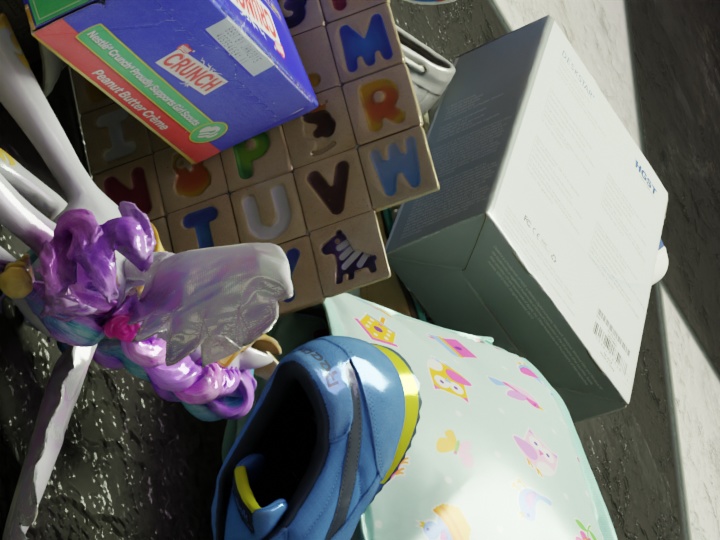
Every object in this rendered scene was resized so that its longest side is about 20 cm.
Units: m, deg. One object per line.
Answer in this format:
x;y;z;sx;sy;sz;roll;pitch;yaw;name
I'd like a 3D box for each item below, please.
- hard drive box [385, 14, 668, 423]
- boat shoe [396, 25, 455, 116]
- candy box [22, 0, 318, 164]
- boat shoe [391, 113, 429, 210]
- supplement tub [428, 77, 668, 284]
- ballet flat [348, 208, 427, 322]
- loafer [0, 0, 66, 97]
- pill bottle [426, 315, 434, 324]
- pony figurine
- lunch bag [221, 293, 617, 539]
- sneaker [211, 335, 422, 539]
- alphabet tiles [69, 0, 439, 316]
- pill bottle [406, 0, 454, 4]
0.107;-0.029;1.067;0.156;0.076;0.201;52;36;-25;hard drive box
-0.028;-0.167;1.080;0.200;0.066;0.072;43;18;-1;boat shoe
-0.107;-0.170;0.807;0.201;0.076;0.169;68;10;22;candy box
-0.010;-0.132;1.165;0.068;0.074;0.202;23;43;-48;boat shoe
0.128;-0.063;1.316;0.202;0.144;0.145;67;21;-1;supplement tub
0.000;0.000;1.058;0.069;0.062;0.201;77;-1;-56;ballet flat
-0.186;-0.155;0.755;0.200;0.070;0.070;51;17;-38;loafer
0.088;0.005;1.196;0.202;0.110;0.111;66;21;-6;pill bottle
-0.109;0.006;0.705;0.200;0.166;0.193;45;18;-12;pony figurine
0.026;0.103;0.868;0.169;0.122;0.201;19;43;-29;lunch bag
-0.043;0.118;0.723;0.066;0.202;0.078;29;15;30;sneaker
-0.055;-0.073;0.856;0.006;0.165;0.202;47;27;-67;alphabet tiles
0.041;-0.231;1.124;0.200;0.111;0.113;9;59;-80;pill bottle
